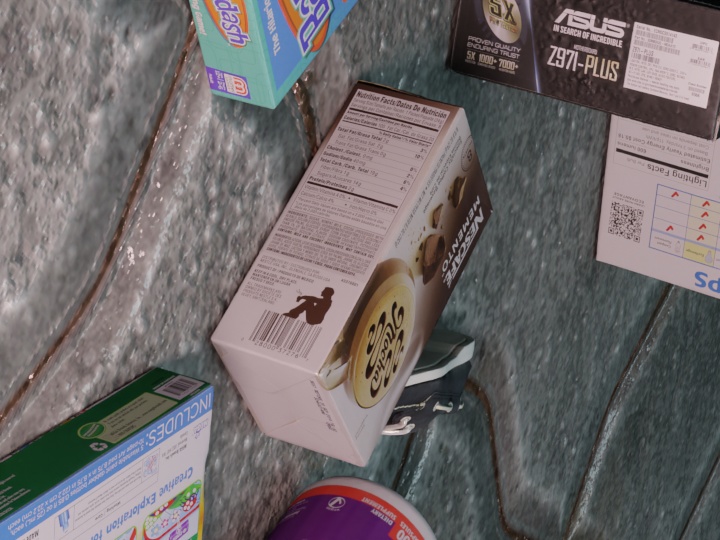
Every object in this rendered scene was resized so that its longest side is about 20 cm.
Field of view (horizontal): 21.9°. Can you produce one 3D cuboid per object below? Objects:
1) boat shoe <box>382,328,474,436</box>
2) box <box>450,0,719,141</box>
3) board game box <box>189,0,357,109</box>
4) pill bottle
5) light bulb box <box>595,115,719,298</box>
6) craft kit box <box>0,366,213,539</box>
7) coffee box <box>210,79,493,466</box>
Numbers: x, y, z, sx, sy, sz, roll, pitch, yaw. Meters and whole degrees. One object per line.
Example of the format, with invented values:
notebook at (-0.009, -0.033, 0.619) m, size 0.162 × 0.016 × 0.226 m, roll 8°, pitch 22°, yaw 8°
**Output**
boat shoe at (0.029, 0.083, 1.260) m, size 0.199 × 0.075 × 0.061 m, roll -12°, pitch 110°, yaw -62°
box at (0.187, -0.169, 1.291) m, size 0.163 × 0.198 × 0.087 m, roll -27°, pitch 130°, yaw -57°
board game box at (-0.027, -0.210, 0.993) m, size 0.201 × 0.045 × 0.153 m, roll -56°, pitch 150°, yaw -34°
pill bottle at (-0.032, 0.226, 1.154) m, size 0.200 × 0.111 × 0.114 m, roll -52°, pitch 148°, yaw -49°
light bulb box at (0.326, -0.093, 1.643) m, size 0.125 × 0.197 × 0.202 m, roll -38°, pitch 139°, yaw -49°
craft kit box at (-0.150, 0.177, 0.971) m, size 0.200 × 0.048 × 0.200 m, roll -31°, pitch 129°, yaw -57°
coffee box at (0.000, 0.000, 1.138) m, size 0.201 × 0.079 × 0.113 m, roll -61°, pitch 152°, yaw -25°
